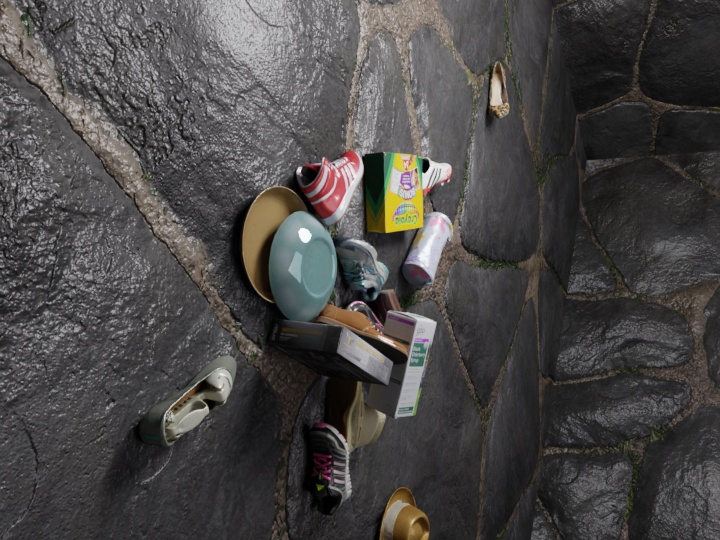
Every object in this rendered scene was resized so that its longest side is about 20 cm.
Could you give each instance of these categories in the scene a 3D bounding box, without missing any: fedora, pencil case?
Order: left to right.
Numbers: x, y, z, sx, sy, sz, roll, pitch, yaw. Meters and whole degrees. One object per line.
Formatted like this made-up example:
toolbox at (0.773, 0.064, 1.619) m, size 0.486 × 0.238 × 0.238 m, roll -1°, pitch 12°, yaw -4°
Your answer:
fedora at (0.117, 0.641, 1.440) m, size 0.199 × 0.080 × 0.206 m, roll -7°, pitch 98°, yaw -58°
pencil case at (0.175, -0.055, 1.504) m, size 0.091 × 0.082 × 0.202 m, roll 44°, pitch 52°, yaw -22°

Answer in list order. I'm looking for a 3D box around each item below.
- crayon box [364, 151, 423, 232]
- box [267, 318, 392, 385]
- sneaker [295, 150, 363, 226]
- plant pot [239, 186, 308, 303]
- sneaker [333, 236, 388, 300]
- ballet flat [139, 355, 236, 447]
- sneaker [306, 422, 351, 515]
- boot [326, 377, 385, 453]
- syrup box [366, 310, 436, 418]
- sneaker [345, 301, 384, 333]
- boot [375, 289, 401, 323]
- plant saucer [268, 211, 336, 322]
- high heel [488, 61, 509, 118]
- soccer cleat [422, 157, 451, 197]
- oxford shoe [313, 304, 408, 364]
crayon box at (0.083, -0.183, 1.371) m, size 0.199 × 0.057 × 0.177 m, roll -14°, pitch 103°, yaw -58°
box at (-0.052, 0.151, 1.071) m, size 0.200 × 0.156 × 0.049 m, roll 42°, pitch 57°, yaw -50°
sneaker at (-0.058, -0.194, 1.128) m, size 0.113 × 0.070 × 0.202 m, roll 50°, pitch 38°, yaw -34°
plant pot at (-0.148, -0.045, 1.028) m, size 0.199 × 0.027 × 0.205 m, roll -7°, pitch 98°, yaw -59°
sneaker at (0.000, 0.000, 1.229) m, size 0.200 × 0.076 × 0.088 m, roll 45°, pitch 58°, yaw -50°
ballet flat at (-0.234, 0.193, 0.862) m, size 0.199 × 0.063 × 0.069 m, roll -38°, pitch 123°, yaw -52°
sneaker at (-0.067, 0.393, 1.136) m, size 0.088 × 0.072 × 0.204 m, roll -47°, pitch 135°, yaw -55°
boot at (-0.003, 0.283, 1.237) m, size 0.154 × 0.072 × 0.205 m, roll 7°, pitch 87°, yaw -58°
syrup box at (0.085, 0.190, 1.199) m, size 0.078 × 0.080 × 0.204 m, roll 11°, pitch 93°, yaw -52°
sneaker at (0.030, 0.138, 1.254) m, size 0.080 × 0.095 × 0.200 m, roll -52°, pitch 138°, yaw -9°
boot at (0.079, 0.135, 1.372) m, size 0.063 × 0.186 × 0.203 m, roll -28°, pitch 89°, yaw -16°
plant saucer at (-0.090, -0.006, 1.064) m, size 0.200 × 0.038 × 0.206 m, roll -7°, pitch 98°, yaw -58°
high heel at (0.457, -0.601, 1.947) m, size 0.202 × 0.070 × 0.145 m, roll -74°, pitch 156°, yaw -52°
soccer cleat at (0.184, -0.261, 1.529) m, size 0.199 × 0.068 × 0.087 m, roll -39°, pitch 128°, yaw -46°
oxford shoe at (0.009, 0.120, 1.150) m, size 0.072 × 0.197 × 0.072 m, roll 110°, pitch 7°, yaw -48°
